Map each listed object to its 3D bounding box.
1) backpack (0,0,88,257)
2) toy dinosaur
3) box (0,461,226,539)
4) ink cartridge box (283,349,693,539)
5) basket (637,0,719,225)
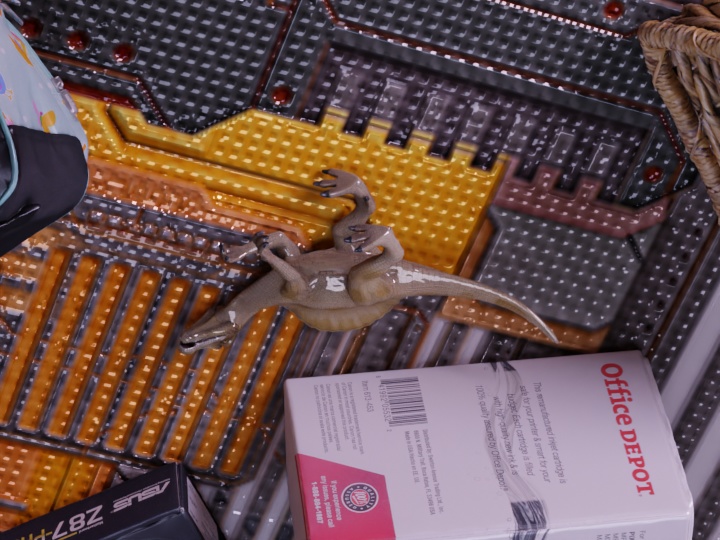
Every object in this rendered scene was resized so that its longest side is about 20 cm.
[{"bbox_3d":[-0.236,-0.079,1.285,0.176,0.153,0.200,-34,85,17],"label":"backpack"},{"bbox_3d":[0.000,0.000,1.451,0.200,0.058,0.101,-5,140,4],"label":"toy dinosaur"},{"bbox_3d":[-0.132,0.216,1.572,0.161,0.049,0.200,-21,125,9],"label":"box"},{"bbox_3d":[0.065,0.122,1.476,0.200,0.145,0.084,-5,126,-4],"label":"ink cartridge box"},{"bbox_3d":[0.248,-0.047,1.389,0.149,0.143,0.200,-23,124,7],"label":"basket"}]
